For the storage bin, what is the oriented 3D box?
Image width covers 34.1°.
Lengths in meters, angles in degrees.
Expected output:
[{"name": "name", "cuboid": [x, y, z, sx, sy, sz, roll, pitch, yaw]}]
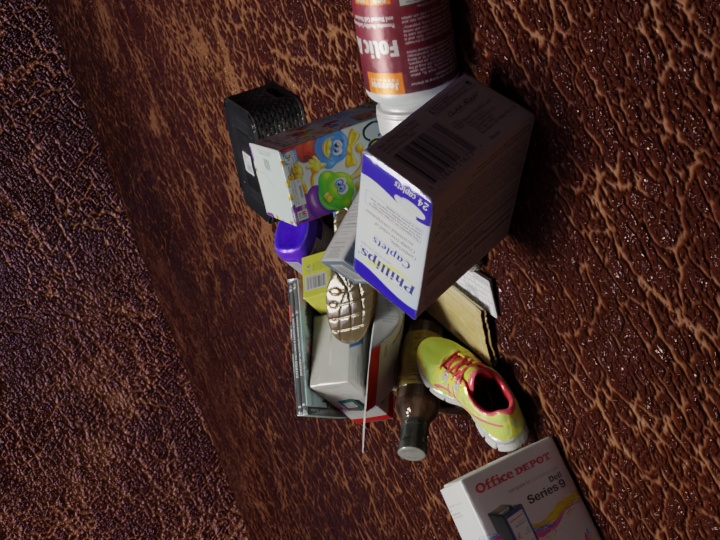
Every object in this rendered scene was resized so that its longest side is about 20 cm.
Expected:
[{"name": "storage bin", "cuboid": [-0.150, -0.197, 1.964, 0.135, 0.093, 0.202, 38, 142, 54]}]

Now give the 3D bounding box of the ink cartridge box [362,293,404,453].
[{"name": "ink cartridge box", "cuboid": [0.035, 0.131, 1.642, 0.163, 0.050, 0.202, 93, -179, -52]}]

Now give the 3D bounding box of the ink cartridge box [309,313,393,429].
[{"name": "ink cartridge box", "cuboid": [-0.002, 0.155, 1.778, 0.200, 0.067, 0.117, 45, -139, -53]}]

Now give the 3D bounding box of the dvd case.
[{"name": "dvd case", "cuboid": [-0.063, 0.120, 1.764, 0.146, 0.022, 0.202, 20, -116, -64]}]

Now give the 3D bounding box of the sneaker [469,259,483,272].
[{"name": "sneaker", "cuboid": [0.091, -0.046, 1.534, 0.200, 0.077, 0.089, 36, 162, 52]}]

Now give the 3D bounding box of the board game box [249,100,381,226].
[{"name": "board game box", "cuboid": [-0.029, -0.145, 1.552, 0.105, 0.198, 0.104, 24, 132, 61]}]

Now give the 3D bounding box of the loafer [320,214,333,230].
[{"name": "loafer", "cuboid": [-0.047, -0.118, 1.803, 0.069, 0.075, 0.200, 57, 157, 15]}]

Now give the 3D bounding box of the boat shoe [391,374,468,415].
[{"name": "boat shoe", "cuboid": [0.112, 0.174, 1.705, 0.068, 0.072, 0.199, 46, 164, -30]}]

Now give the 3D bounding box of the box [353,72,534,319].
[{"name": "box", "cuboid": [0.089, -0.083, 1.314, 0.105, 0.184, 0.201, 35, 146, 23]}]

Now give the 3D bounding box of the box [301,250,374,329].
[{"name": "box", "cuboid": [-0.024, 0.049, 1.783, 0.200, 0.050, 0.076, 47, -148, -55]}]

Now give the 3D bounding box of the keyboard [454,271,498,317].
[{"name": "keyboard", "cuboid": [0.125, 0.004, 1.576, 0.200, 0.011, 0.057, 37, 142, 56]}]

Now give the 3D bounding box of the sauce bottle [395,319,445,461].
[{"name": "sauce bottle", "cuboid": [0.081, 0.166, 1.628, 0.065, 0.064, 0.202, 102, 178, -56]}]

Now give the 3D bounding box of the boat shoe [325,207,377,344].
[{"name": "boat shoe", "cuboid": [0.000, 0.000, 1.607, 0.071, 0.067, 0.202, 9, 102, 22]}]

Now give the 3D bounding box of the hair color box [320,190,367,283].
[{"name": "hair color box", "cuboid": [0.034, -0.083, 1.465, 0.060, 0.201, 0.099, 31, 171, -16]}]

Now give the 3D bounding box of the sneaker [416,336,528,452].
[{"name": "sneaker", "cuboid": [0.147, 0.144, 1.545, 0.200, 0.078, 0.091, 41, 160, 32]}]

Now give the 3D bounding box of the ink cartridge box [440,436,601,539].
[{"name": "ink cartridge box", "cuboid": [0.211, 0.331, 1.475, 0.202, 0.144, 0.088, 65, 158, 12]}]

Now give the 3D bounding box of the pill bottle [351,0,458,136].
[{"name": "pill bottle", "cuboid": [0.053, -0.261, 1.360, 0.114, 0.113, 0.202, 35, 140, 56]}]

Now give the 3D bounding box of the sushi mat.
[{"name": "sushi mat", "cuboid": [0.123, 0.050, 1.610, 0.200, 0.012, 0.096, 42, 153, 52]}]

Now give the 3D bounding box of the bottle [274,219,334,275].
[{"name": "bottle", "cuboid": [-0.058, -0.021, 1.817, 0.065, 0.084, 0.200, 1, 158, 30]}]
